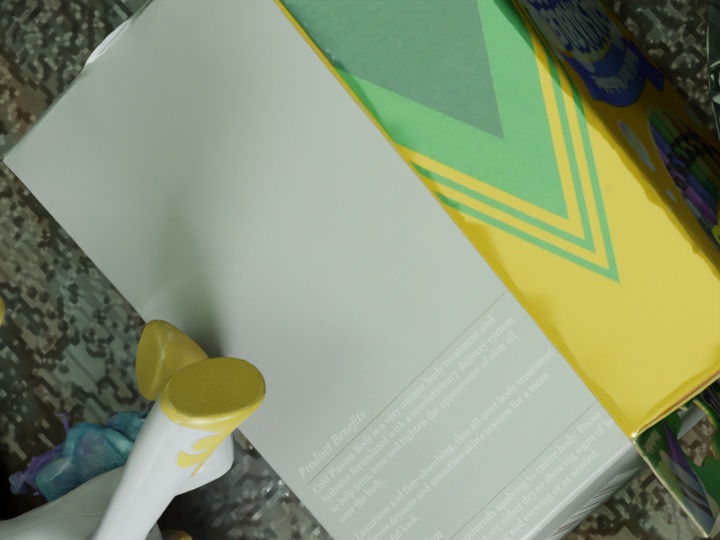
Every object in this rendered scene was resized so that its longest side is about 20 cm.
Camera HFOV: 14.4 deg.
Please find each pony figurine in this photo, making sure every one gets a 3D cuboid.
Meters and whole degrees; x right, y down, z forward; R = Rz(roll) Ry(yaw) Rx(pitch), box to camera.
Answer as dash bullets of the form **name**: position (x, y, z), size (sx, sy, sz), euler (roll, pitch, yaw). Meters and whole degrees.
- **pony figurine**: position (-0.115, 0.096, 0.842), size (0.193, 0.200, 0.167), euler (-8, 48, -10)

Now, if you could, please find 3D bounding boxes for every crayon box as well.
- **crayon box**: position (0.060, -0.032, 0.799), size (0.052, 0.126, 0.200), euler (-38, 90, 17)

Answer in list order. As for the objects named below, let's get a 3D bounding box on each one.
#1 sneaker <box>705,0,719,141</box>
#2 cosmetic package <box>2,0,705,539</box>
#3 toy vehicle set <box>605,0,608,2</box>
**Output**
- **sneaker**: position (0.151, -0.016, 0.807), size (0.074, 0.079, 0.200), euler (-23, 100, 8)
- **cosmetic package**: position (0.000, 0.000, 0.869), size (0.107, 0.090, 0.200), euler (-42, 79, 17)
- **toy vehicle set**: position (0.008, -0.161, 0.881), size (0.200, 0.027, 0.124), euler (34, 104, 12)
